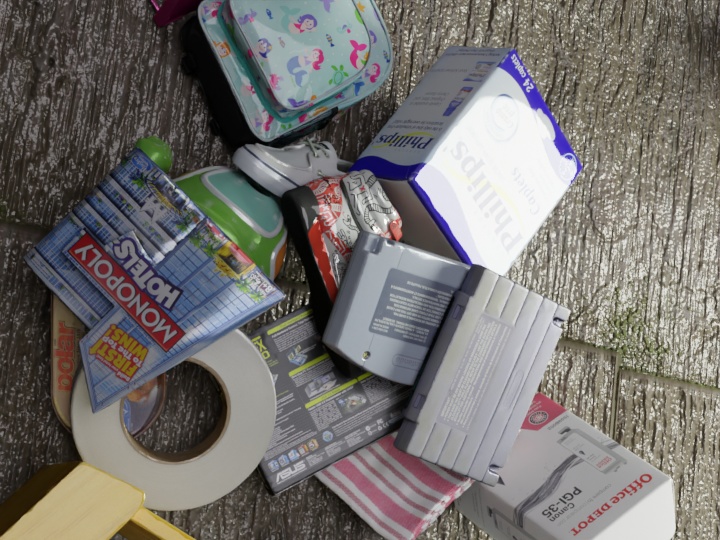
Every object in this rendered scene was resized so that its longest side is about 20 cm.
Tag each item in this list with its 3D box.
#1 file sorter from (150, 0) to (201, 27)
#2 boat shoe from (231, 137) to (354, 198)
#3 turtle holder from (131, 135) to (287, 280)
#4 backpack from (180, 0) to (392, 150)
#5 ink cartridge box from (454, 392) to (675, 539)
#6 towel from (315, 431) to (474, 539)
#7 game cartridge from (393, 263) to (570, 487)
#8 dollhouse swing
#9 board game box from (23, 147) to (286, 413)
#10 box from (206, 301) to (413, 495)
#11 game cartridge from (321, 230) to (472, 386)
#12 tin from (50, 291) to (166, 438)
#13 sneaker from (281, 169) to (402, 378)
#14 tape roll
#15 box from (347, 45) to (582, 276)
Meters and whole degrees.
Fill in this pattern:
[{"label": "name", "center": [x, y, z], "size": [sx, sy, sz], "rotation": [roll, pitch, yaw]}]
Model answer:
[{"label": "file sorter", "center": [-0.143, -0.370, 1.444], "size": [0.200, 0.139, 0.126], "rotation": [-32, 93, -24]}, {"label": "boat shoe", "center": [-0.055, -0.108, 1.431], "size": [0.067, 0.074, 0.200], "rotation": [-55, 150, 10]}, {"label": "turtle holder", "center": [-0.159, -0.043, 1.398], "size": [0.185, 0.141, 0.132], "rotation": [23, 49, 23]}, {"label": "backpack", "center": [-0.067, -0.236, 1.455], "size": [0.200, 0.150, 0.178], "rotation": [-26, 91, -29]}, {"label": "ink cartridge box", "center": [0.212, 0.236, 1.457], "size": [0.146, 0.200, 0.083], "rotation": [-31, 130, -25]}, {"label": "towel", "center": [0.058, 0.181, 1.454], "size": [0.146, 0.030, 0.200], "rotation": [35, 63, 27]}, {"label": "game cartridge", "center": [0.121, 0.106, 1.388], "size": [0.129, 0.038, 0.201], "rotation": [25, 88, -27]}, {"label": "dollhouse swing", "center": [-0.250, 0.272, 1.254], "size": [0.182, 0.200, 0.176], "rotation": [-44, 100, -23]}, {"label": "board game box", "center": [-0.208, 0.023, 1.269], "size": [0.200, 0.062, 0.200], "rotation": [45, 85, -2]}, {"label": "box", "center": [-0.040, 0.117, 1.427], "size": [0.200, 0.044, 0.161], "rotation": [-27, 84, -13]}, {"label": "game cartridge", "center": [0.054, 0.046, 1.370], "size": [0.200, 0.041, 0.134], "rotation": [17, 98, -40]}, {"label": "tin", "center": [-0.248, 0.069, 1.349], "size": [0.112, 0.042, 0.201], "rotation": [0, 98, -18]}, {"label": "sneaker", "center": [0.000, -0.001, 1.387], "size": [0.108, 0.067, 0.202], "rotation": [-21, 99, -22]}, {"label": "tape roll", "center": [-0.181, 0.131, 1.337], "size": [0.202, 0.037, 0.204], "rotation": [-2, 99, -12]}, {"label": "box", "center": [0.116, -0.107, 1.475], "size": [0.200, 0.105, 0.184], "rotation": [-52, 126, -21]}]
